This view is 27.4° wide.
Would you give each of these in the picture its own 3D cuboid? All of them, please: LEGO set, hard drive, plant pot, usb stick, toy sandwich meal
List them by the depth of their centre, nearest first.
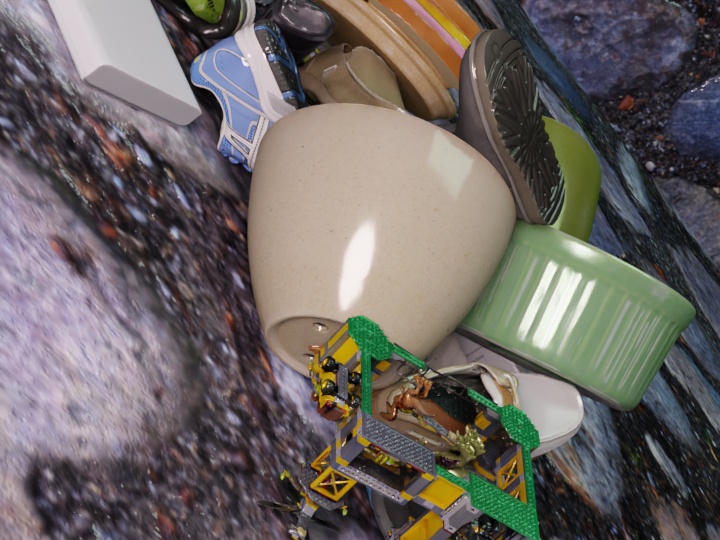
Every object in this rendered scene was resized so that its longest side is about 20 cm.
[{"bbox_3d":[0.022,0.137,0.974,0.199,0.116,0.154,27,33,-29],"label":"LEGO set"},{"bbox_3d":[-0.198,-0.210,1.112,0.132,0.027,0.201,21,39,-62],"label":"hard drive"},{"bbox_3d":[-0.068,-0.197,1.259,0.055,0.033,0.200,22,-8,-13],"label":"usb stick"},{"bbox_3d":[0.029,-0.212,1.292,0.205,0.070,0.205,43,-4,3],"label":"toy sandwich meal"},{"bbox_3d":[0.158,-0.029,1.548,0.187,0.186,0.201,45,36,-32],"label":"plant pot"}]

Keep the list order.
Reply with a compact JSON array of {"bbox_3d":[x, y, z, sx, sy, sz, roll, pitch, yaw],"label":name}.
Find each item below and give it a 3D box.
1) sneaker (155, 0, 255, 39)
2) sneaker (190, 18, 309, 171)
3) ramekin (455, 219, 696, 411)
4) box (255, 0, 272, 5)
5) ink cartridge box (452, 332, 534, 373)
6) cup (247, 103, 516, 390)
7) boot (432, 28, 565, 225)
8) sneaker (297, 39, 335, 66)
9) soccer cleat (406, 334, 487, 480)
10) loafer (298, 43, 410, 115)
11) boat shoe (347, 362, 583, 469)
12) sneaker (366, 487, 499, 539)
[{"bbox_3d":[-0.158,-0.276,1.250,0.200,0.074,0.088,56,11,-19],"label":"sneaker"},{"bbox_3d":[-0.071,-0.105,1.199,0.076,0.077,0.201,-84,155,-62],"label":"sneaker"},{"bbox_3d":[0.160,0.034,1.195,0.199,0.098,0.200,26,-3,1],"label":"ramekin"},{"bbox_3d":[-0.057,-0.356,1.485,0.097,0.176,0.200,57,18,-1],"label":"box"},{"bbox_3d":[0.087,0.029,1.363,0.201,0.083,0.147,59,18,3],"label":"ink cartridge box"},{"bbox_3d":[0.000,0.000,1.060,0.200,0.199,0.144,43,52,-37],"label":"cup"},{"bbox_3d":[0.037,-0.096,1.096,0.073,0.199,0.182,-55,138,-37],"label":"boot"},{"bbox_3d":[-0.007,-0.144,1.380,0.081,0.074,0.201,-18,73,-30],"label":"sneaker"},{"bbox_3d":[0.054,0.108,1.177,0.077,0.069,0.201,34,31,-44],"label":"soccer cleat"},{"bbox_3d":[0.002,-0.147,1.229,0.076,0.068,0.200,42,0,-37],"label":"loafer"},{"bbox_3d":[0.091,0.108,1.101,0.199,0.068,0.075,-4,71,-29],"label":"boat shoe"},{"bbox_3d":[0.079,0.189,1.074,0.200,0.082,0.073,44,24,-32],"label":"sneaker"}]
